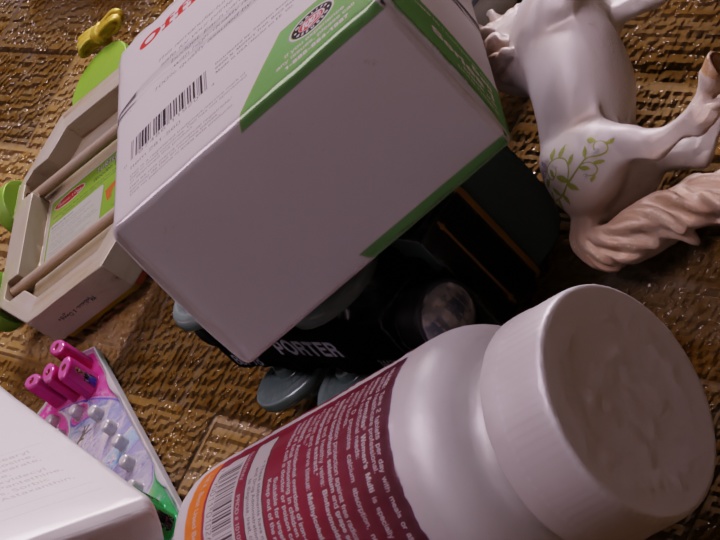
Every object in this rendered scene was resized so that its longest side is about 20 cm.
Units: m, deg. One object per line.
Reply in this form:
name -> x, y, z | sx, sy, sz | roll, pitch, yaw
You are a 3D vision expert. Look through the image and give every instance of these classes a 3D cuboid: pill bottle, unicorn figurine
pill bottle -> 0.030, 0.086, 1.123 | 0.200, 0.109, 0.110 | -31, 37, 39
unicorn figurine -> 0.097, -0.085, 1.229 | 0.137, 0.074, 0.201 | -38, 34, 36

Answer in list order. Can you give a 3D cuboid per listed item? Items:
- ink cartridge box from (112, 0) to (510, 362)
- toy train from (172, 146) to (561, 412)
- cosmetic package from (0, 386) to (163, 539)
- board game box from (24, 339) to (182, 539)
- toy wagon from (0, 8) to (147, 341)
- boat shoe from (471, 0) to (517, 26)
ink cartridge box -> -0.024, -0.073, 1.247 | 0.146, 0.084, 0.200 | -40, 20, 14
toy train -> 0.000, 0.000, 1.300 | 0.114, 0.085, 0.200 | -53, 24, -20
cosmetic package -> -0.173, 0.168, 1.235 | 0.166, 0.168, 0.200 | -20, 20, -20
board game box -> -0.173, 0.150, 1.468 | 0.200, 0.026, 0.200 | -53, 28, 8
toy wagon -> -0.138, -0.057, 1.613 | 0.155, 0.039, 0.201 | -35, 34, 35
boat shoe -> 0.070, -0.202, 1.397 | 0.201, 0.071, 0.070 | -61, 28, -7
